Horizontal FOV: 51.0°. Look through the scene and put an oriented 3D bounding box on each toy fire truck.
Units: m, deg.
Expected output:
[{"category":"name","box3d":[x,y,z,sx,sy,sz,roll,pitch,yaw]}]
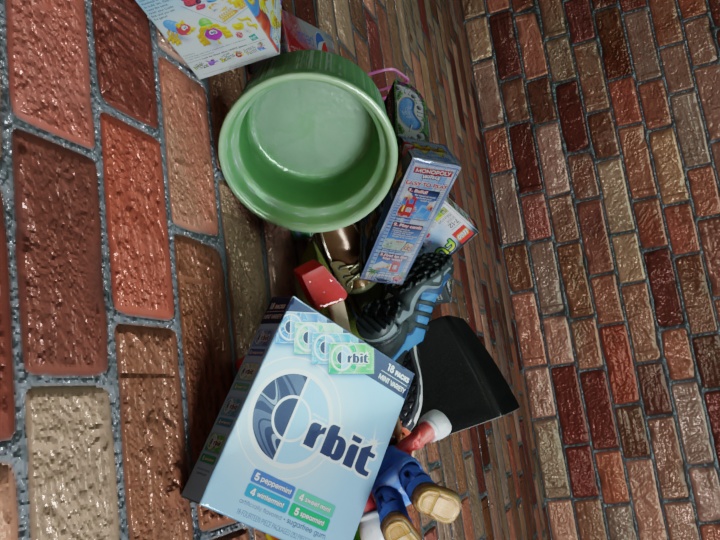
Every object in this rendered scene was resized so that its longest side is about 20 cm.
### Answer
[{"category":"toy fire truck","box3d":[-0.052,0.107,0.797,0.201,0.141,0.049,63,-11,-15]}]

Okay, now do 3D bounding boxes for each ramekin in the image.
[{"category":"ramekin","box3d":[-0.057,-0.153,0.870,0.098,0.199,0.201,-89,159,-52]}]

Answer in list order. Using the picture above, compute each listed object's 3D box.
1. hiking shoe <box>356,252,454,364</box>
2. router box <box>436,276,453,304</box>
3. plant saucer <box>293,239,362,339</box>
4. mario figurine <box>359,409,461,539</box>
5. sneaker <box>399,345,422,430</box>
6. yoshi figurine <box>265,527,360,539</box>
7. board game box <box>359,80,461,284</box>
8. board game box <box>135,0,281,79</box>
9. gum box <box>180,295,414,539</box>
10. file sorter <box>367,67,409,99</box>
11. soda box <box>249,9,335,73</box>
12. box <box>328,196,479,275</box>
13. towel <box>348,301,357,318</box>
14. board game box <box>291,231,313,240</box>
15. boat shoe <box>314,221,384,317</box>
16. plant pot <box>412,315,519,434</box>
[{"category":"hiking shoe","box3d":[0.064,0.050,1.004,0.200,0.074,0.087,-44,131,-37]},{"category":"router box","box3d":[0.045,-0.028,1.161,0.062,0.149,0.201,-77,149,-51]},{"category":"plant saucer","box3d":[-0.026,0.087,0.952,0.201,0.048,0.200,63,2,-28]},{"category":"mario figurine","box3d":[0.050,0.221,0.800,0.200,0.123,0.107,-125,-153,-70]},{"category":"sneaker","box3d":[0.065,0.152,1.084,0.083,0.071,0.201,54,30,-47]},{"category":"yoshi figurine","box3d":[-0.020,0.305,0.849,0.200,0.111,0.113,61,18,-51]},{"category":"board game box","box3d":[0.054,-0.117,0.917,0.200,0.061,0.201,125,-31,-58]},{"category":"board game box","box3d":[-0.169,-0.309,0.762,0.200,0.104,0.104,52,32,-55]},{"category":"gum box","box3d":[-0.050,0.153,0.721,0.170,0.044,0.201,35,66,-29]},{"category":"file sorter","box3d":[0.035,-0.228,1.288,0.139,0.125,0.201,-10,89,-71]},{"category":"soda box","box3d":[-0.093,-0.305,1.053,0.200,0.063,0.070,-24,102,-72]},{"category":"box","box3d":[0.060,-0.030,1.084,0.110,0.200,0.035,37,23,-26]},{"category":"towel","box3d":[0.010,0.138,1.120,0.112,0.048,0.201,59,27,-44]},{"category":"board game box","box3d":[-0.075,-0.143,1.064,0.200,0.029,0.135,-64,140,-61]},{"category":"boat shoe","box3d":[0.000,0.000,1.015,0.201,0.075,0.074,62,5,-33]},{"category":"plant pot","box3d":[0.127,0.180,1.243,0.200,0.199,0.178,19,51,-69]}]
